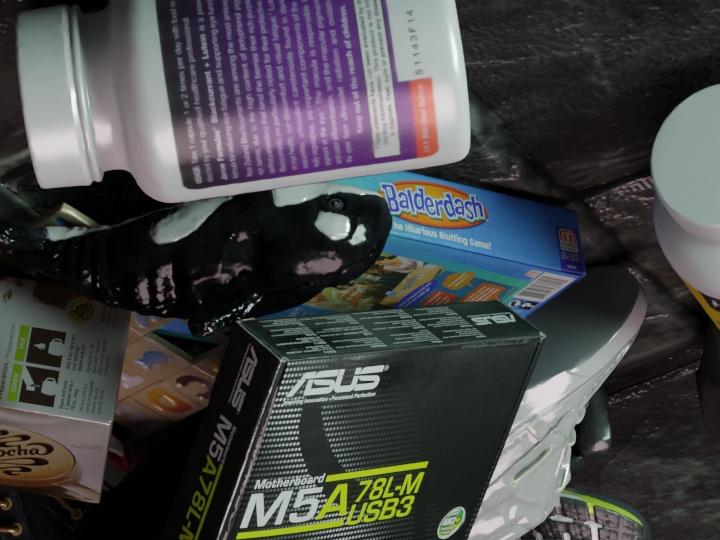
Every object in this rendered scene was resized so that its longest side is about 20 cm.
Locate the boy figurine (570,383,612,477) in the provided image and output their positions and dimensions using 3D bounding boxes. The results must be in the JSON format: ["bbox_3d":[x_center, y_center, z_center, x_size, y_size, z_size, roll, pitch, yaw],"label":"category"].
[{"bbox_3d":[0.057,0.084,1.772,0.199,0.065,0.124,5,152,-32],"label":"boy figurine"}]

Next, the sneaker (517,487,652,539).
[{"bbox_3d":[0.095,0.151,1.859,0.199,0.081,0.074,7,119,26],"label":"sneaker"}]

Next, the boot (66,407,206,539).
[{"bbox_3d":[-0.077,0.130,1.623,0.079,0.211,0.158,44,151,-17],"label":"boot"}]

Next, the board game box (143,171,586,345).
[{"bbox_3d":[0.000,0.000,1.608,0.199,0.045,0.152,11,148,-34],"label":"board game box"}]

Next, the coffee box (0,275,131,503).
[{"bbox_3d":[-0.229,0.055,1.565,0.199,0.080,0.113,10,152,-5],"label":"coffee box"}]

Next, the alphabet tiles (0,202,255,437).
[{"bbox_3d":[-0.150,0.036,1.608,0.167,0.008,0.200,32,145,-25],"label":"alphabet tiles"}]

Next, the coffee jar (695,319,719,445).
[{"bbox_3d":[0.302,0.053,1.756,0.199,0.086,0.104,-8,157,-3],"label":"coffee jar"}]

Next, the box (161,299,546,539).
[{"bbox_3d":[-0.010,0.112,1.543,0.199,0.047,0.194,-3,123,-45],"label":"box"}]

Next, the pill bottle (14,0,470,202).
[{"bbox_3d":[-0.054,-0.092,1.340,0.199,0.112,0.112,-8,153,-1],"label":"pill bottle"}]

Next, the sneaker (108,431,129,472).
[{"bbox_3d":[-0.230,0.148,1.751,0.199,0.116,0.078,5,150,-25],"label":"sneaker"}]

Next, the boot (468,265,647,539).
[{"bbox_3d":[0.101,0.087,1.712,0.200,0.074,0.096,-39,132,6],"label":"boot"}]

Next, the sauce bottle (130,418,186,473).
[{"bbox_3d":[-0.112,0.130,1.813,0.064,0.065,0.200,-4,151,-8],"label":"sauce bottle"}]

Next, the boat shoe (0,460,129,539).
[{"bbox_3d":[-0.201,0.133,1.679,0.200,0.091,0.071,32,146,-10],"label":"boat shoe"}]

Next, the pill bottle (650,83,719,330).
[{"bbox_3d":[0.221,-0.022,1.557,0.111,0.113,0.200,-17,152,17],"label":"pill bottle"}]

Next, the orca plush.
[{"bbox_3d":[-0.085,-0.003,1.472,0.199,0.071,0.106,6,132,-3],"label":"orca plush"}]
